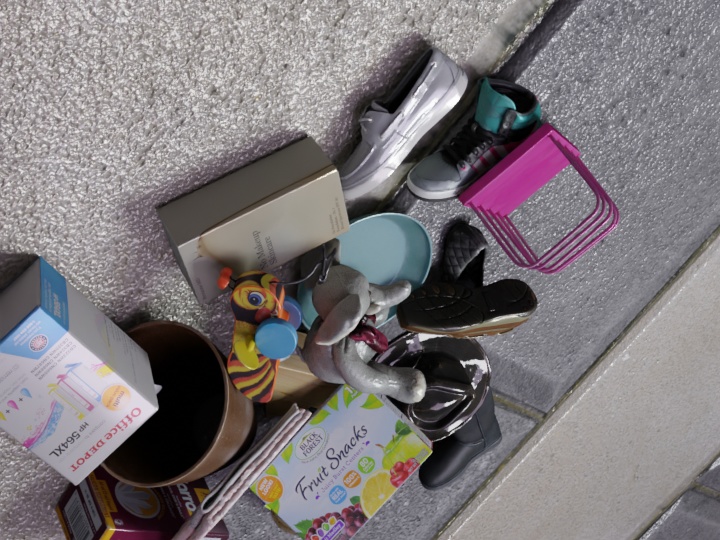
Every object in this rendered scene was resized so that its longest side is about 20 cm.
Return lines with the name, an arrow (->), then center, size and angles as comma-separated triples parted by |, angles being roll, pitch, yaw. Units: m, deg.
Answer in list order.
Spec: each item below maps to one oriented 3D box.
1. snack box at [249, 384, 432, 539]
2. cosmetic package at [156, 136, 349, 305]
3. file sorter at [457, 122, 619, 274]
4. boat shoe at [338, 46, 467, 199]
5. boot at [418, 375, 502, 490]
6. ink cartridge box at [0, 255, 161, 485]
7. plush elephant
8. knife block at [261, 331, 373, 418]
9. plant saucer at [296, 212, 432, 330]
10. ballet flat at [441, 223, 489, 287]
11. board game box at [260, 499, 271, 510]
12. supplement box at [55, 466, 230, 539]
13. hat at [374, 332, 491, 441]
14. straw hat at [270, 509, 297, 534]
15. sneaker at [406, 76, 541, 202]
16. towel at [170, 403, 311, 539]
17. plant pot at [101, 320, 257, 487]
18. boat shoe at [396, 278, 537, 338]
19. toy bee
snack box -> -0.024, 0.248, 1.365 | 0.200, 0.142, 0.053 | -48, 179, 7
cosmetic package -> -0.119, -0.057, 1.214 | 0.198, 0.073, 0.104 | -28, 139, -12
file sorter -> 0.236, -0.078, 1.342 | 0.139, 0.126, 0.200 | -40, 165, 15
boat shoe -> 0.035, -0.170, 1.231 | 0.200, 0.072, 0.068 | -43, 118, 15
boot -> 0.143, 0.241, 1.677 | 0.164, 0.066, 0.201 | -37, 143, -14
ink cartridge box -> -0.314, 0.115, 1.144 | 0.128, 0.125, 0.200 | -41, 119, 4
plush elephant -> -0.009, 0.051, 1.265 | 0.197, 0.166, 0.156 | 2, 139, -22
knife block -> -0.050, 0.127, 1.400 | 0.173, 0.065, 0.201 | -13, 150, -14
plant saucer -> 0.000, 0.000, 1.379 | 0.197, 0.036, 0.202 | -19, 136, -20
ballet flat -> 0.147, 0.022, 1.488 | 0.066, 0.057, 0.202 | -23, 137, -15
board game box -> -0.046, 0.295, 1.607 | 0.199, 0.045, 0.134 | -41, 139, 4
supplement box -> -0.286, 0.335, 1.420 | 0.198, 0.111, 0.086 | 17, 117, -44
hat -> 0.110, 0.176, 1.540 | 0.197, 0.081, 0.204 | -5, 106, -18
straw hat -> -0.073, 0.249, 1.465 | 0.200, 0.201, 0.085 | -39, 119, 2
sneaker -> 0.143, -0.167, 1.291 | 0.198, 0.084, 0.122 | -28, 144, -23
towel -> -0.157, 0.266, 1.343 | 0.200, 0.032, 0.191 | -46, 177, -36
plant pot -> -0.205, 0.177, 1.302 | 0.186, 0.188, 0.200 | -40, 156, 3
boat shoe -> 0.144, 0.064, 1.452 | 0.197, 0.077, 0.074 | -3, 145, -17
toy bee -> -0.113, 0.043, 1.186 | 0.107, 0.131, 0.203 | 22, 97, -6
